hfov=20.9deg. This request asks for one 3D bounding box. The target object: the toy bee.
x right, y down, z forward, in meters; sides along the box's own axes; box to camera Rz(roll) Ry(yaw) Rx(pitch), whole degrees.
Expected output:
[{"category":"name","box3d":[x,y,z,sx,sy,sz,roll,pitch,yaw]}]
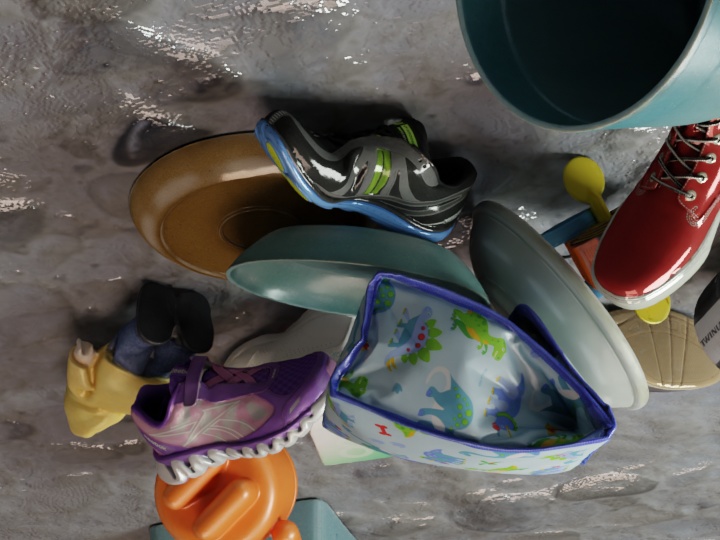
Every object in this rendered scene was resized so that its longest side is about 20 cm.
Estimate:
[{"category":"toy bee","box3d":[0.190,-0.031,1.485,0.109,0.200,0.131,-30,113,-7]}]

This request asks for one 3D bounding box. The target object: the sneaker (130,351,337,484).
[{"category":"sneaker","box3d":[-0.109,0.105,1.579,0.200,0.080,0.088,-23,116,31]}]

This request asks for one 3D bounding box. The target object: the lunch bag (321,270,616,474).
[{"category":"lunch bag","box3d":[0.082,0.089,1.421,0.200,0.127,0.170,23,169,3]}]

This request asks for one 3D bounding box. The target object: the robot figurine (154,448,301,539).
[{"category":"robot figurine","box3d":[-0.120,0.202,1.791,0.144,0.117,0.200,5,179,8]}]

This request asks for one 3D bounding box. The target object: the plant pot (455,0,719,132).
[{"category":"plant pot","box3d":[0.191,-0.175,1.136,0.188,0.200,0.200,1,154,-41]}]

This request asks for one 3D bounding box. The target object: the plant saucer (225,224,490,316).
[{"category":"plant saucer","box3d":[0.000,0.000,1.464,0.200,0.036,0.200,7,169,1]}]

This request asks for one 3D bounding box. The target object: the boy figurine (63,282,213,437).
[{"category":"boy figurine","box3d":[-0.194,0.085,1.664,0.124,0.064,0.200,12,148,-26]}]

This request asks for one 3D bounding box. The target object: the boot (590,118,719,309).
[{"category":"boot","box3d":[0.218,-0.079,1.325,0.072,0.200,0.144,30,162,26]}]

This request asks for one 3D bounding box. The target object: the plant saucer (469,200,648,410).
[{"category":"plant saucer","box3d":[0.137,0.038,1.492,0.050,0.200,0.200,-38,150,-8]}]

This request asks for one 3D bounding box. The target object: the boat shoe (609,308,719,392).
[{"category":"boat shoe","box3d":[0.218,0.073,1.694,0.200,0.072,0.065,3,163,-19]}]

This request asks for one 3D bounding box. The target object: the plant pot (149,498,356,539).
[{"category":"plant pot","box3d":[-0.101,0.381,2.065,0.196,0.200,0.196,-11,150,13]}]

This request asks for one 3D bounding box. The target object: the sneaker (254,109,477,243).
[{"category":"sneaker","box3d":[0.004,-0.081,1.392,0.200,0.071,0.083,18,115,-41]}]

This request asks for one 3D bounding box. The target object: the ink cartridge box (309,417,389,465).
[{"category":"ink cartridge box","box3d":[0.028,0.110,1.753,0.161,0.050,0.200,-7,153,6]}]

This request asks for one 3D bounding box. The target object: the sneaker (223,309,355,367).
[{"category":"sneaker","box3d":[-0.068,0.100,1.665,0.075,0.089,0.200,33,134,-18]}]

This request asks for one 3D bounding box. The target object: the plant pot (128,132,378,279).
[{"category":"plant pot","box3d":[-0.077,-0.041,1.492,0.200,0.027,0.200,-3,150,-2]}]

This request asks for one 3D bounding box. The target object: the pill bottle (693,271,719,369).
[{"category":"pill bottle","box3d":[0.352,0.004,1.545,0.106,0.106,0.200,5,149,-16]}]
